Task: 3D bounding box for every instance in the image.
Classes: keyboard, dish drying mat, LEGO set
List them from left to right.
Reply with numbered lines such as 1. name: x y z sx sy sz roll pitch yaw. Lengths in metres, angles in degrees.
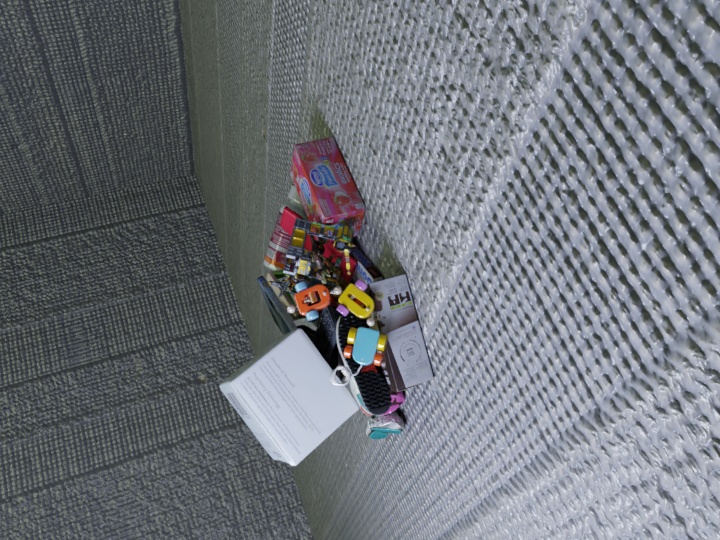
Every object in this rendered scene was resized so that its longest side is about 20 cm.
1. LEGO set: -0.093 -0.003 1.393 0.201 0.152 0.117 121 164 -49
2. dish drying mat: -0.091 -0.057 1.489 0.199 0.018 0.077 38 143 10
3. keyboard: -0.082 0.124 1.403 0.201 0.020 0.128 111 147 -52

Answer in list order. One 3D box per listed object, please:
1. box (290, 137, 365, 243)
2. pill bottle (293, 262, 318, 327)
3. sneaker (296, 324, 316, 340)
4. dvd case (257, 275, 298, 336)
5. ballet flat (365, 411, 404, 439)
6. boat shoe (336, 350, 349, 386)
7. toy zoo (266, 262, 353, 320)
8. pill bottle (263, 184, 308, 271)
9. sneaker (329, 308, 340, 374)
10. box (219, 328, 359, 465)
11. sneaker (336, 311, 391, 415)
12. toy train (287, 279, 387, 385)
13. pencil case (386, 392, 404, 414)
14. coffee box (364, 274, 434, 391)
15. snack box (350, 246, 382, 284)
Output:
1. box: -0.072 -0.169 1.456 0.100 0.094 0.202 108 143 -57
2. pill bottle: -0.086 0.071 1.656 0.200 0.114 0.117 -131 32 -56
3. sneaker: -0.108 0.173 1.658 0.201 0.075 0.088 56 -155 -46
4. dvd case: -0.163 0.119 1.507 0.200 0.017 0.144 49 162 43
5. ballet flat: 0.049 0.334 1.536 0.200 0.071 0.073 126 127 -68
6. boat shoe: -0.019 0.141 1.426 0.070 0.069 0.203 -1 86 56
7. toy zoo: -0.092 0.038 1.521 0.132 0.198 0.021 53 137 31
8. pill bottle: -0.149 -0.093 1.629 0.109 0.108 0.202 38 111 62
9. sneaker: -0.072 0.175 1.502 0.091 0.075 0.203 32 117 57
10. box: -0.145 0.247 1.356 0.201 0.171 0.199 52 159 -2
11. sneaker: -0.007 0.179 1.304 0.202 0.070 0.093 70 156 9
12. toy train: -0.035 0.100 1.245 0.202 0.149 0.056 64 -178 13
13. pencil case: 0.021 0.218 1.494 0.094 0.090 0.201 -48 48 27
14. coffee box: 0.059 0.119 1.304 0.113 0.079 0.203 154 101 -71
15. snack box: 0.000 0.000 1.484 0.200 0.024 0.073 -129 32 -54
